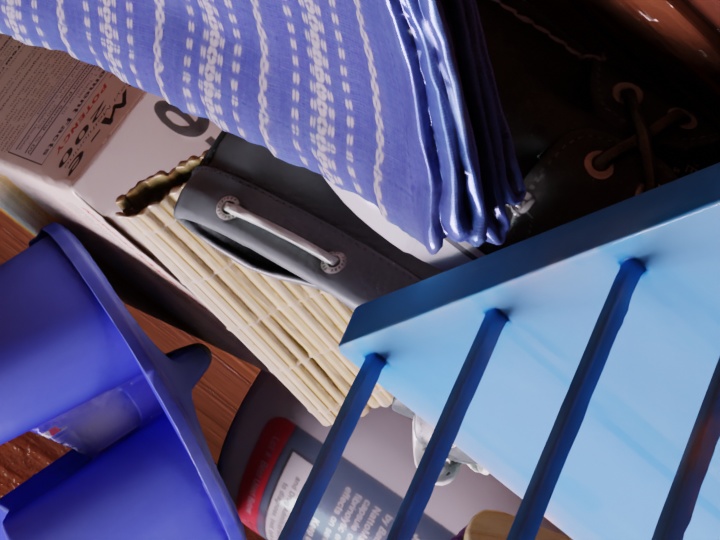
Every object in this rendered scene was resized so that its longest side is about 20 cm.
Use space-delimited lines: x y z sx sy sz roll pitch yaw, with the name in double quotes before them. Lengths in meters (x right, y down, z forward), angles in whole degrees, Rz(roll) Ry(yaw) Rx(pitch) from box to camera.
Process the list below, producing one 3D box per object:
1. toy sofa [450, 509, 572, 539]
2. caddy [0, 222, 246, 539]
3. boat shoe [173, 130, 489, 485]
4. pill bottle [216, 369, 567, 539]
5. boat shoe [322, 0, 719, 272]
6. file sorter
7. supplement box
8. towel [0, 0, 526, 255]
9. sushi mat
"toy sofa" 0.112 0.159 0.925 0.199 0.098 0.083 10 147 -8
"caddy" -0.102 0.057 0.988 0.142 0.105 0.200 60 169 -3
"boat shoe" 0.031 0.028 0.709 0.200 0.062 0.073 46 170 12
"pill bottle" 0.054 0.097 1.029 0.199 0.120 0.120 34 171 16
"boat shoe" 0.066 -0.013 0.606 0.200 0.069 0.057 39 148 -16
"file sorter" 0.084 0.072 0.537 0.139 0.123 0.200 38 147 -21
"supplement box" -0.079 -0.035 0.991 0.126 0.074 0.200 41 170 -28
"towel" -0.047 -0.090 0.551 0.200 0.024 0.145 27 141 47
"sushi mat" 0.000 0.000 0.843 0.200 0.095 0.012 51 -161 -62
